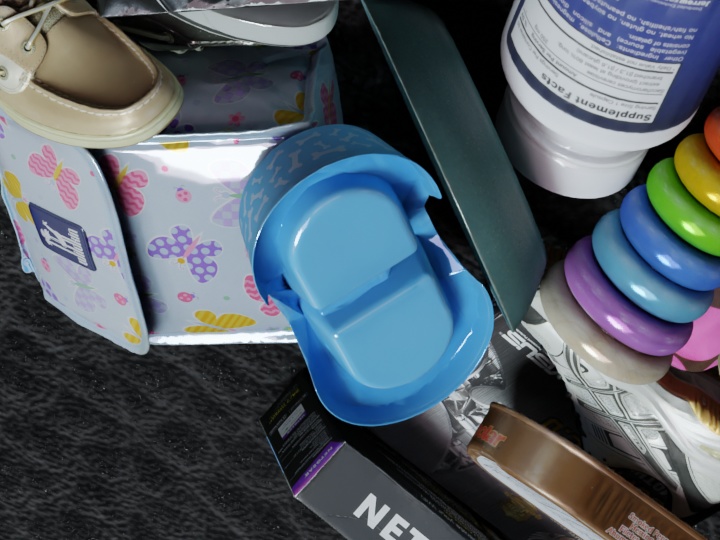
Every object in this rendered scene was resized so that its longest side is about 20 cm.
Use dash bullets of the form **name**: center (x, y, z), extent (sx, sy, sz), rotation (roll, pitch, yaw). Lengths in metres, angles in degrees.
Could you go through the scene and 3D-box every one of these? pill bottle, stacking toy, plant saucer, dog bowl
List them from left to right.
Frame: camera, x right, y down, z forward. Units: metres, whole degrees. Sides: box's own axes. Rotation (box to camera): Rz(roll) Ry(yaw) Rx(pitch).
- **dog bowl**: center (0.000, 0.000, 1.316), extent (0.111, 0.050, 0.200), rotation (-31, 135, -3)
- **plant saucer**: center (0.054, -0.065, 1.274), extent (0.036, 0.200, 0.201), rotation (-24, 126, 2)
- **pill bottle**: center (0.135, -0.132, 1.210), extent (0.111, 0.111, 0.200), rotation (22, 137, 0)
- **stacking toy**: center (0.182, -0.035, 1.247), extent (0.085, 0.086, 0.200), rotation (33, 118, -12)

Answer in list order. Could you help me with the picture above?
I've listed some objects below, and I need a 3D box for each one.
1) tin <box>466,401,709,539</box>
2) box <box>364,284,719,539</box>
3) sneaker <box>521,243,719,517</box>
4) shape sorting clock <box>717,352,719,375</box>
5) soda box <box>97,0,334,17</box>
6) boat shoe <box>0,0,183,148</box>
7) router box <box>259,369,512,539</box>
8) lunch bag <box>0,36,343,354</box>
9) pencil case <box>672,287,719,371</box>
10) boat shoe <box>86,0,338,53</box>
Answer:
- **tin**: center (0.147, 0.145, 1.414), extent (0.200, 0.042, 0.112), rotation (36, 177, -23)
- **box**: center (0.119, 0.100, 1.492), extent (0.200, 0.048, 0.158), rotation (39, 134, -17)
- **sneaker**: center (0.143, 0.070, 1.380), extent (0.200, 0.076, 0.088), rotation (40, 121, -7)
- **shape sorting clock**: center (0.293, 0.037, 1.300), extent (0.199, 0.039, 0.200), rotation (-11, 161, -4)
- **soda box**: center (-0.033, -0.167, 1.207), extent (0.199, 0.071, 0.064), rotation (-3, 99, 14)
- **boat shoe**: center (-0.182, -0.130, 1.293), extent (0.199, 0.072, 0.065), rotation (30, 154, 28)
- **router box**: center (0.033, 0.159, 1.515), extent (0.200, 0.149, 0.051), rotation (40, 94, -17)
- **lunch bag**: center (-0.109, -0.044, 1.371), extent (0.199, 0.128, 0.170), rotation (0, 133, 9)
- **pencil case**: center (0.232, -0.013, 1.309), extent (0.093, 0.091, 0.200), rotation (35, 138, -22)
- **boat shoe**: center (-0.101, -0.156, 1.314), extent (0.199, 0.071, 0.064), rotation (20, 143, 19)
